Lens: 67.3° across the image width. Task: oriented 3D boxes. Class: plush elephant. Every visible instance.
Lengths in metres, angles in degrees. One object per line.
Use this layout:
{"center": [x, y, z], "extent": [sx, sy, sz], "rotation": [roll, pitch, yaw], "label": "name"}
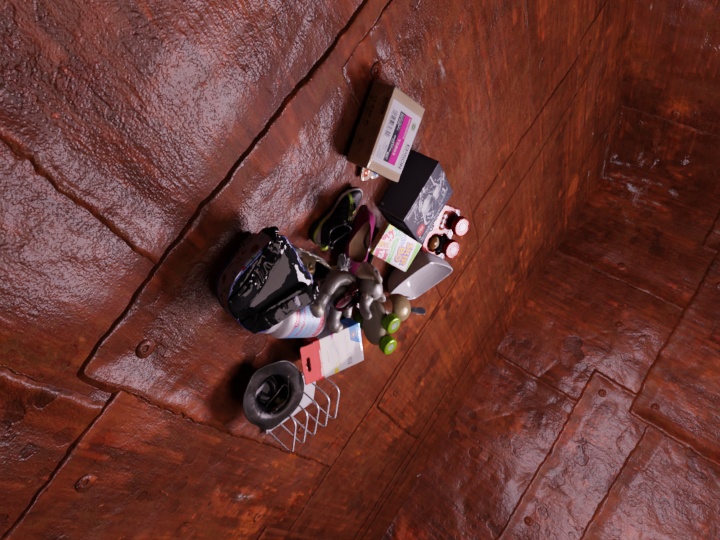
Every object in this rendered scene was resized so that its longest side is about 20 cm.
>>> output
{"center": [-0.012, 0.059, 1.354], "extent": [0.166, 0.150, 0.205], "rotation": [60, 44, -55], "label": "plush elephant"}

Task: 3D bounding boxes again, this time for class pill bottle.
{"center": [-0.178, 0.112, 1.342], "extent": [0.198, 0.107, 0.111], "rotation": [9, 108, -58], "label": "pill bottle"}

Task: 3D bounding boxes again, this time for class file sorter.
{"center": [-0.168, 0.406, 1.583], "extent": [0.198, 0.123, 0.142], "rotation": [-26, 136, -45], "label": "file sorter"}

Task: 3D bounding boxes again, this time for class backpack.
{"center": [-0.217, 0.026, 1.165], "extent": [0.191, 0.152, 0.202], "rotation": [-48, 127, -21], "label": "backpack"}

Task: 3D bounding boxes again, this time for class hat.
{"center": [-0.243, 0.311, 1.424], "extent": [0.197, 0.080, 0.207], "rotation": [-20, 121, -36], "label": "hat"}

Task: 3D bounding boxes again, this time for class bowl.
{"center": [0.189, 0.010, 1.800], "extent": [0.198, 0.076, 0.198], "rotation": [-38, 155, 23], "label": "bowl"}

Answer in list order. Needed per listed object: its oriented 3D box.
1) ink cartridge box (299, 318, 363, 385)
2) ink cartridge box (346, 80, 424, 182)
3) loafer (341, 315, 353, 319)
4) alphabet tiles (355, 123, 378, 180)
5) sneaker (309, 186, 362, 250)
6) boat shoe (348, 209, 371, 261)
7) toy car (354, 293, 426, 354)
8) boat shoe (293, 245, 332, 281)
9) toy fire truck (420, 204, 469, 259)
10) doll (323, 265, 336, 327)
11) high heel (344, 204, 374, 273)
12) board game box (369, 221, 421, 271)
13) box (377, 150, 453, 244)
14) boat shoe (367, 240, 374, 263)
{"center": [-0.091, 0.224, 1.511], "extent": [0.196, 0.067, 0.120], "rotation": [-18, 111, -31], "label": "ink cartridge box"}
{"center": [0.065, -0.343, 1.355], "extent": [0.163, 0.074, 0.206], "rotation": [6, 106, -56], "label": "ink cartridge box"}
{"center": [-0.092, 0.197, 1.595], "extent": [0.200, 0.071, 0.074], "rotation": [-45, 132, -35], "label": "loafer"}
{"center": [0.048, -0.340, 1.414], "extent": [0.198, 0.014, 0.201], "rotation": [-23, 130, -47], "label": "alphabet tiles"}
{"center": [-0.044, -0.125, 1.380], "extent": [0.201, 0.082, 0.072], "rotation": [-50, 149, -19], "label": "sneaker"}
{"center": [-0.002, -0.069, 1.481], "extent": [0.063, 0.072, 0.206], "rotation": [9, 111, -12], "label": "boat shoe"}
{"center": [0.104, 0.137, 1.705], "extent": [0.196, 0.164, 0.162], "rotation": [-19, 132, -33], "label": "toy car"}
{"center": [-0.140, -0.013, 1.340], "extent": [0.198, 0.067, 0.077], "rotation": [0, 115, -57], "label": "boat shoe"}
{"center": [0.263, -0.134, 1.843], "extent": [0.164, 0.112, 0.205], "rotation": [11, 107, -32], "label": "toy fire truck"}
{"center": [-0.096, 0.090, 1.510], "extent": [0.136, 0.048, 0.204], "rotation": [-39, 150, -47], "label": "doll"}
{"center": [-0.004, -0.061, 1.391], "extent": [0.097, 0.065, 0.206], "rotation": [-99, -167, -63], "label": "high heel"}
{"center": [0.107, -0.063, 1.567], "extent": [0.198, 0.030, 0.097], "rotation": [24, 100, -52], "label": "board game box"}
{"center": [0.168, -0.213, 1.613], "extent": [0.203, 0.103, 0.182], "rotation": [-58, 149, -5], "label": "box"}
{"center": [-0.002, 0.001, 1.569], "extent": [0.071, 0.059, 0.207], "rotation": [-16, 127, -50], "label": "boat shoe"}
